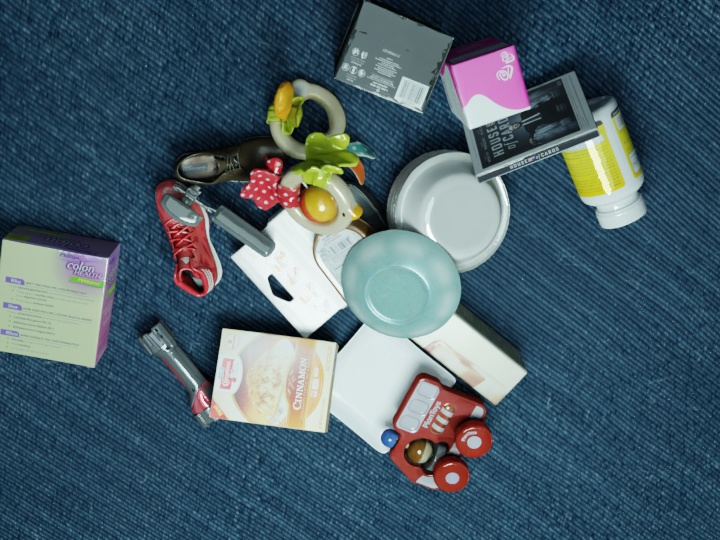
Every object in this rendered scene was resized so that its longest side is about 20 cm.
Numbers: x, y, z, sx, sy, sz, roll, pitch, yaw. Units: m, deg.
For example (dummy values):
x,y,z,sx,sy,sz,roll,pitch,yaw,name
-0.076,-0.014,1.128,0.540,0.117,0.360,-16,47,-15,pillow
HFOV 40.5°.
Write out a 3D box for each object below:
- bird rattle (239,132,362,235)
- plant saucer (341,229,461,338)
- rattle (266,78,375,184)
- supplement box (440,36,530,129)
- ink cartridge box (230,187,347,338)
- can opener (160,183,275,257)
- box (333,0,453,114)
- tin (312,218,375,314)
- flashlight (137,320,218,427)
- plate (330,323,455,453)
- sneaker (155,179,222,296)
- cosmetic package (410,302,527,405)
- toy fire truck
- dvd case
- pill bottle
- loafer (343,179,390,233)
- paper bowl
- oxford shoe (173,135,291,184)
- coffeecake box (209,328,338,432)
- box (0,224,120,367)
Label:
x,y,z,sx,sy,sz,roll,pitch,yaw,name
-0.086,-0.120,1.537,0.199,0.113,0.163,-26,110,35,bird rattle
0.062,0.033,1.586,0.200,0.039,0.202,6,118,11,plant saucer
-0.050,-0.224,1.563,0.200,0.143,0.130,45,65,-5,rattle
0.187,-0.295,1.517,0.103,0.200,0.102,-17,107,4,supplement box
-0.092,-0.012,1.678,0.176,0.045,0.200,-39,104,10,ink cartridge box
-0.232,-0.079,1.610,0.199,0.053,0.067,31,89,-7,can opener
0.046,-0.336,1.501,0.148,0.200,0.125,21,107,-8,box
0.000,0.000,1.628,0.112,0.042,0.200,-29,106,30,tin
-0.314,0.182,1.725,0.068,0.068,0.200,-39,100,-1,flashlight
0.035,0.201,1.754,0.199,0.032,0.200,40,102,-13,plate
-0.288,-0.050,1.623,0.078,0.116,0.201,-24,106,6,sneaker
0.184,0.129,1.700,0.200,0.103,0.087,39,104,-11,cosmetic package
0.130,0.289,1.732,0.167,0.112,0.201,24,112,-11,toy fire truck
0.267,-0.230,1.557,0.199,0.151,0.025,-20,136,14,dvd case
0.400,-0.175,1.607,0.111,0.111,0.201,-24,106,6,pill bottle
0.022,-0.066,1.651,0.068,0.070,0.201,-32,105,8,loafer
0.150,-0.095,1.607,0.199,0.104,0.202,-3,102,-14,paper bowl
-0.209,-0.174,1.604,0.199,0.084,0.073,-14,103,-2,oxford shoe
-0.147,0.190,1.681,0.199,0.073,0.154,7,81,4,coffeecake box
-0.515,0.043,1.656,0.175,0.097,0.201,10,107,-4,box
